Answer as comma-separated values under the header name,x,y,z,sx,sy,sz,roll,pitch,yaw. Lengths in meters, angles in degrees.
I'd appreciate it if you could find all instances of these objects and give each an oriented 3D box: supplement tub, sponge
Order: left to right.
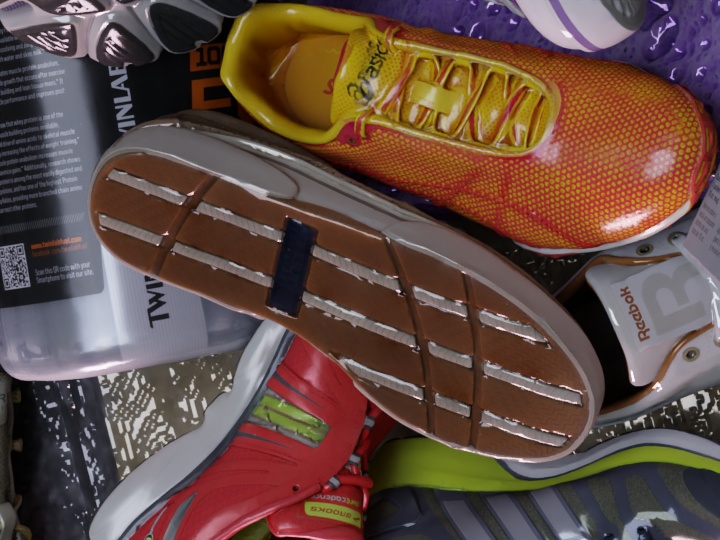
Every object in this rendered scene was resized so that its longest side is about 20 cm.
name,x,y,z,sx,sy,sz,roll,pitch,yaw
supplement tub,-0.098,-0.063,1.119,0.122,0.122,0.200,-8,93,31
sponge,0.064,-0.078,1.052,0.200,0.030,0.112,-4,75,34

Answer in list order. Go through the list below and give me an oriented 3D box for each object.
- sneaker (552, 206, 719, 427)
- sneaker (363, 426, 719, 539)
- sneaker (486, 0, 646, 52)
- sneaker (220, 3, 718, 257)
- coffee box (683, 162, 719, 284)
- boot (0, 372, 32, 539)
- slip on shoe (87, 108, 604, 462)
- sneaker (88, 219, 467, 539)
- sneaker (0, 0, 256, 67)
name,x,y,z,sx,sy,sz,roll,pitch,yaw
sneaker,0.136,0.008,1.014,0.200,0.085,0.073,-31,79,27
sneaker,0.074,0.111,1.053,0.200,0.081,0.074,-6,128,35
sneaker,0.028,-0.117,1.018,0.114,0.073,0.201,-36,36,11
sneaker,0.033,-0.051,1.002,0.200,0.077,0.073,11,84,36
coffee box,0.203,-0.069,0.926,0.113,0.080,0.200,20,101,-15
boot,-0.152,0.122,1.205,0.200,0.072,0.155,6,97,30
slip on shoe,0.000,0.000,1.022,0.200,0.061,0.076,23,120,11
sneaker,-0.014,0.072,1.072,0.200,0.077,0.085,-50,43,5
sneaker,-0.052,-0.148,1.021,0.200,0.081,0.084,-33,41,18
